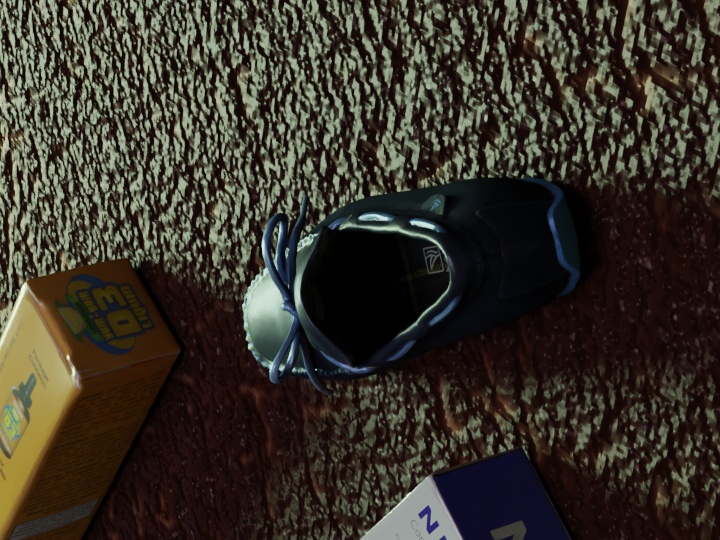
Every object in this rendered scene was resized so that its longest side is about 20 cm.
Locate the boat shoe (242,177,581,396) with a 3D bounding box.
[{"bbox_3d":[0.000,0.000,0.794,0.200,0.069,0.084,-30,76,54],"label":"boat shoe"}]

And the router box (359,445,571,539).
[{"bbox_3d":[0.048,0.198,0.810,0.200,0.049,0.180,63,143,19],"label":"router box"}]

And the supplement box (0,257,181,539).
[{"bbox_3d":[-0.160,0.081,1.045,0.067,0.069,0.200,58,142,23],"label":"supplement box"}]
